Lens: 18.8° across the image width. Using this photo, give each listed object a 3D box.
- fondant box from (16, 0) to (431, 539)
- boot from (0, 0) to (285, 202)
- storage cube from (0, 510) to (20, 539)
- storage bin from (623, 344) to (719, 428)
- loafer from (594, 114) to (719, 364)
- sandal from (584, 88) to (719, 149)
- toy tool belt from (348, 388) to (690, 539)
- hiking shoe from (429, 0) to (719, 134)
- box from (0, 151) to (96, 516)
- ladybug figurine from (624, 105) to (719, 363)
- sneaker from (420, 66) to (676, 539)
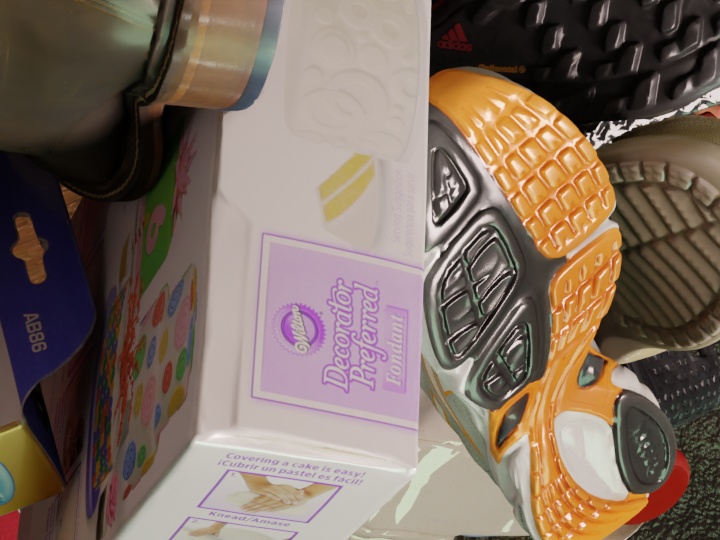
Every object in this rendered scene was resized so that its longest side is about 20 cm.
[{"bbox_3d":[-0.043,0.020,0.595,0.058,0.145,0.200,11,151,-16],"label":"fondant box"},{"bbox_3d":[-0.088,-0.062,0.525,0.097,0.075,0.200,6,171,-17],"label":"boot"},{"bbox_3d":[-0.229,0.120,0.752,0.179,0.200,0.171,-24,173,-38],"label":"storage cube"},{"bbox_3d":[0.137,0.072,1.519,0.094,0.136,0.200,-14,167,-44],"label":"storage bin"},{"bbox_3d":[0.100,-0.014,0.733,0.068,0.076,0.200,-39,180,-18],"label":"loafer"},{"bbox_3d":[0.142,-0.098,0.842,0.200,0.076,0.048,-14,-161,-8],"label":"sandal"},{"bbox_3d":[0.050,0.059,1.011,0.199,0.123,0.125,4,128,-35],"label":"toy tool belt"},{"bbox_3d":[0.065,-0.079,0.749,0.199,0.076,0.101,-17,-178,21],"label":"hiking shoe"},{"bbox_3d":[-0.169,0.035,0.609,0.199,0.119,0.042,-20,140,-2],"label":"box"},{"bbox_3d":[0.129,-0.043,0.931,0.200,0.136,0.072,-41,-150,9],"label":"ladybug figurine"},{"bbox_3d":[0.036,0.008,0.704,0.076,0.092,0.200,-35,136,-16],"label":"sneaker"}]
